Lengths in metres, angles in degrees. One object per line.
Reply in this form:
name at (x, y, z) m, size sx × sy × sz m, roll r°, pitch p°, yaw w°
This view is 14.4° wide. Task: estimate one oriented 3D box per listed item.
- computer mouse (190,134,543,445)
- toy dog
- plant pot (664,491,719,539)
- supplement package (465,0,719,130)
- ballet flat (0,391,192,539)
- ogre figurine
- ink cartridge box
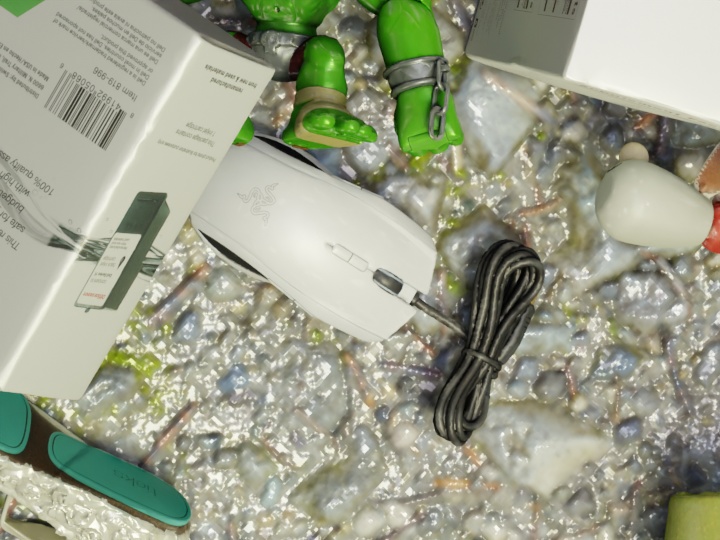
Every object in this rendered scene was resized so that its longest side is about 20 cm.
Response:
computer mouse at (0.000, 0.000, 1.505) m, size 0.199 × 0.044 × 0.110 m, roll 30°, pitch 90°, yaw -14°
toy dog at (0.219, -0.048, 1.521) m, size 0.200 × 0.132 × 0.097 m, roll 25°, pitch 47°, yaw -42°
plant pot at (0.230, 0.210, 1.525) m, size 0.199 × 0.200 × 0.185 m, roll 0°, pitch 86°, yaw -12°
supplement package at (0.141, -0.139, 1.444) m, size 0.113 × 0.200 × 0.110 m, roll 16°, pitch 94°, yaw -14°
ballet flat at (-0.180, 0.103, 1.479) m, size 0.200 × 0.072 × 0.072 m, roll 35°, pitch 89°, yaw -13°
ogre figurine at (-0.044, -0.125, 1.458) m, size 0.098 × 0.199 × 0.121 m, roll 21°, pitch 74°, yaw -55°
ink cartridge box at (-0.159, -0.056, 1.407) m, size 0.146 × 0.083 × 0.201 m, roll 36°, pitch 99°, yaw 26°
